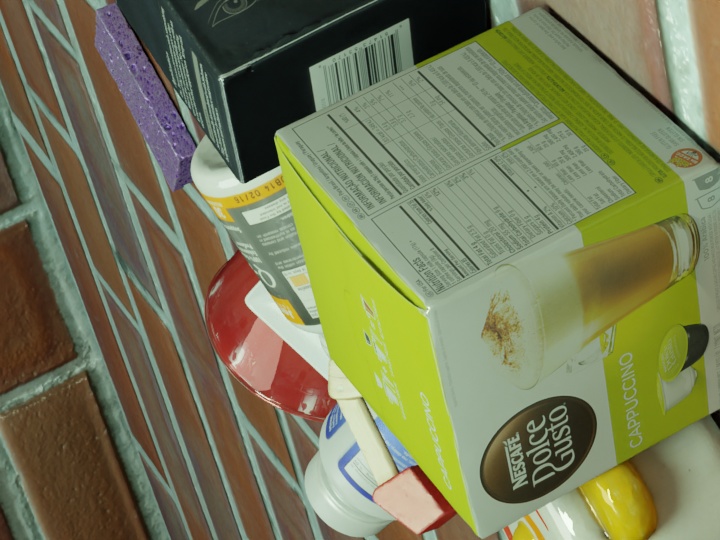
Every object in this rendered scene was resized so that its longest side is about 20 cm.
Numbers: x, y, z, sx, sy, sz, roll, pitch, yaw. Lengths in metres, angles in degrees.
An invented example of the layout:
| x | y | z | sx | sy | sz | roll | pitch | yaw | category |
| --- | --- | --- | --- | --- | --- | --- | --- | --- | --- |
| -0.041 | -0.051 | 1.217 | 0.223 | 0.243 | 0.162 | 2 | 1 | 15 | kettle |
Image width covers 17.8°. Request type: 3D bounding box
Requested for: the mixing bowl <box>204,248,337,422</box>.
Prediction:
| x | y | z | sx | sy | sz | roll | pitch | yaw | category |
| --- | --- | --- | --- | --- | --- | --- | --- | --- | --- |
| -0.021 | 0.016 | 1.897 | 0.200 | 0.200 | 0.109 | 56 | 144 | 29 | mixing bowl |

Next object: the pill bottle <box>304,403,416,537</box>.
| x | y | z | sx | sy | sz | roll | pitch | yaw | category |
| --- | --- | --- | --- | --- | --- | --- | --- | --- | --- |
| 0.036 | 0.126 | 1.801 | 0.112 | 0.112 | 0.200 | 59 | 137 | 18 | pill bottle |

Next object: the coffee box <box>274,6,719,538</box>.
| x | y | z | sx | sy | sz | roll | pitch | yaw | category |
| --- | --- | --- | --- | --- | --- | --- | --- | --- | --- |
| 0.090 | -0.001 | 1.396 | 0.200 | 0.197 | 0.200 | 49 | 160 | 45 | coffee box |

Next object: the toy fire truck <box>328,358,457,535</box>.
| x | y | z | sx | sy | sz | roll | pitch | yaw | category |
| --- | --- | --- | --- | --- | --- | --- | --- | --- | --- |
| 0.027 | 0.064 | 1.573 | 0.200 | 0.141 | 0.049 | 49 | -165 | 13 | toy fire truck |

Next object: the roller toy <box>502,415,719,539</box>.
| x | y | z | sx | sy | sz | roll | pitch | yaw | category |
| --- | --- | --- | --- | --- | --- | --- | --- | --- | --- |
| 0.163 | 0.154 | 1.509 | 0.200 | 0.140 | 0.183 | 44 | 159 | 59 | roller toy |

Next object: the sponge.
| x | y | z | sx | sy | sz | roll | pitch | yaw | category |
| --- | --- | --- | --- | --- | --- | --- | --- | --- | --- |
| -0.241 | -0.194 | 2.585 | 0.200 | 0.030 | 0.112 | 62 | 166 | 9 | sponge |

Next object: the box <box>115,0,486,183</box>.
| x | y | z | sx | sy | sz | roll | pitch | yaw | category |
| --- | --- | --- | --- | --- | --- | --- | --- | --- | --- |
| -0.046 | -0.196 | 1.543 | 0.200 | 0.196 | 0.118 | 55 | 164 | 33 | box |

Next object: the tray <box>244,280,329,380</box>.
| x | y | z | sx | sy | sz | roll | pitch | yaw | category |
| --- | --- | --- | --- | --- | --- | --- | --- | --- | --- |
| 0.000 | 0.000 | 1.765 | 0.107 | 0.022 | 0.200 | 42 | 130 | -1 | tray |

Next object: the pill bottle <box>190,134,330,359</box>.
| x | y | z | sx | sy | sz | roll | pitch | yaw | category |
| --- | --- | --- | --- | --- | --- | --- | --- | --- | --- |
| -0.027 | -0.027 | 1.663 | 0.200 | 0.116 | 0.116 | 57 | 170 | -27 | pill bottle |
